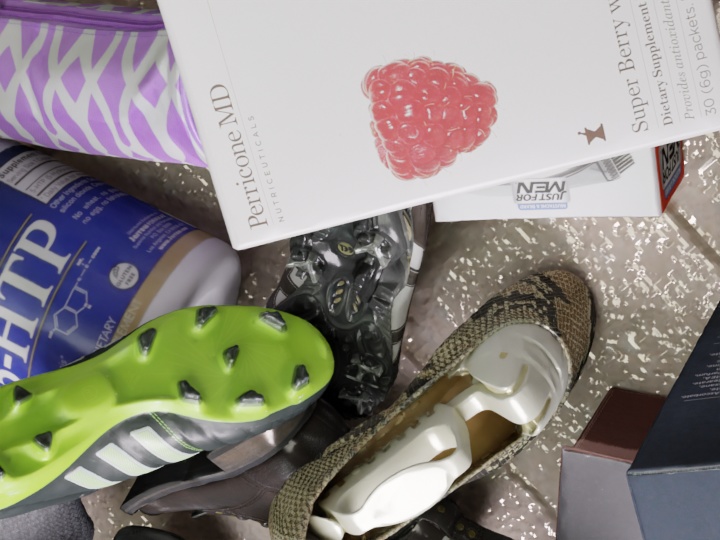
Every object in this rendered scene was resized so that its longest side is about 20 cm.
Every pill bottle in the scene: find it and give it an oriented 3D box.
[{"bbox_3d":[-0.174,0.001,1.010,0.199,0.120,0.120,25,119,12],"label":"pill bottle"}]

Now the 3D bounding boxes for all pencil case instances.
[{"bbox_3d":[-0.128,-0.101,0.947,0.199,0.084,0.086,10,131,34],"label":"pencil case"}]

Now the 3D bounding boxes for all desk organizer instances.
[{"bbox_3d":[0.139,0.167,0.969,0.071,0.077,0.201,10,115,20],"label":"desk organizer"}]

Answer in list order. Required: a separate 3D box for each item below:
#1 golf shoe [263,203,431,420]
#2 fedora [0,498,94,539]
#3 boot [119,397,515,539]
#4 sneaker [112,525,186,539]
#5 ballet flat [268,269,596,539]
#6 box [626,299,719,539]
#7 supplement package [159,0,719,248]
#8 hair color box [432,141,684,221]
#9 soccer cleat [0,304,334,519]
[{"bbox_3d":[0.000,0.000,0.967,0.078,0.095,0.200,25,144,2],"label":"golf shoe"},{"bbox_3d":[-0.196,0.120,1.058,0.091,0.201,0.201,-12,110,-10],"label":"fedora"},{"bbox_3d":[-0.022,0.137,1.026,0.174,0.069,0.200,40,147,-16],"label":"boot"},{"bbox_3d":[-0.110,0.243,1.062,0.075,0.115,0.201,4,127,26],"label":"sneaker"},{"bbox_3d":[0.044,0.077,0.916,0.200,0.075,0.068,-39,102,-8],"label":"ballet flat"},{"bbox_3d":[0.204,0.104,0.845,0.107,0.200,0.149,-8,107,25],"label":"box"},{"bbox_3d":[0.033,-0.102,0.772,0.199,0.120,0.122,-14,109,7],"label":"supplement package"},{"bbox_3d":[0.080,-0.126,0.881,0.111,0.064,0.201,-1,109,22],"label":"hair color box"},{"bbox_3d":[-0.109,0.068,0.912,0.068,0.199,0.081,66,157,19],"label":"soccer cleat"}]
